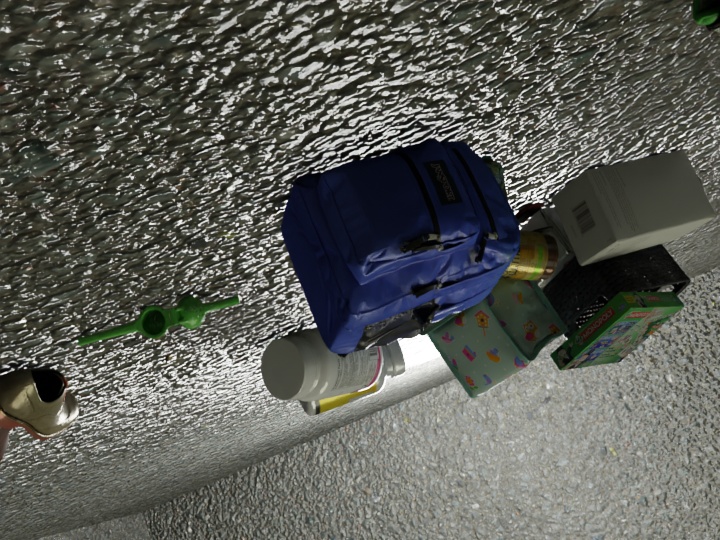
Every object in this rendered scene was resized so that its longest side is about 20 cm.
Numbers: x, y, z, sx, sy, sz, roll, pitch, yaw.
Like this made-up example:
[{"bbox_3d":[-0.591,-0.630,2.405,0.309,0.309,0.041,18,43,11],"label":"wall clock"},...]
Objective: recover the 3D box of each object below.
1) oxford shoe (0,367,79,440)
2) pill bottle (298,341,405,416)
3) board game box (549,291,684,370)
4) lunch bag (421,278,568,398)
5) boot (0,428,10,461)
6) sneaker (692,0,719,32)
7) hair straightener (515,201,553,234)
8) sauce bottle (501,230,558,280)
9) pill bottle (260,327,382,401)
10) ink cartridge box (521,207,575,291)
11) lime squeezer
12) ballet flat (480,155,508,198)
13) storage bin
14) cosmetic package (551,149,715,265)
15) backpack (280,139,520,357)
[{"bbox_3d":[-0.385,0.161,1.126,0.074,0.072,0.200,-26,167,1],"label":"oxford shoe"},{"bbox_3d":[-0.022,0.182,1.664,0.196,0.114,0.112,-18,166,-16],"label":"pill bottle"},{"bbox_3d":[0.363,0.083,1.277,0.198,0.029,0.135,2,136,-51],"label":"board game box"},{"bbox_3d":[0.163,0.054,1.279,0.121,0.201,0.170,-34,174,-33],"label":"lunch bag"},{"bbox_3d":[-0.560,0.235,1.200,0.197,0.073,0.167,-6,148,-44],"label":"boot"},{"bbox_3d":[0.305,-0.220,0.721,0.084,0.080,0.199,-19,160,25],"label":"sneaker"},{"bbox_3d":[0.200,-0.020,1.296,0.040,0.078,0.199,-11,163,-41],"label":"hair straightener"},{"bbox_3d":[0.159,-0.024,1.174,0.196,0.066,0.065,3,158,-22],"label":"sauce bottle"},{"bbox_3d":[-0.062,0.149,1.473,0.112,0.116,0.198,-30,164,34],"label":"pill bottle"},{"bbox_3d":[0.273,-0.002,1.371,0.144,0.086,0.201,-9,148,-43],"label":"ink cartridge box"},{"bbox_3d":[-0.223,0.051,1.047,0.196,0.039,0.070,-16,-163,-26],"label":"lime squeezer"},{"bbox_3d":[0.127,-0.062,1.045,0.073,0.076,0.200,-20,167,-4],"label":"ballet flat"},{"bbox_3d":[0.372,0.028,1.334,0.197,0.095,0.136,-8,145,-45],"label":"storage bin"},{"bbox_3d":[0.372,-0.087,1.240,0.196,0.110,0.085,-11,163,-30],"label":"cosmetic package"},{"bbox_3d":[0.050,-0.031,0.845,0.196,0.165,0.168,-14,162,-22],"label":"backpack"}]
